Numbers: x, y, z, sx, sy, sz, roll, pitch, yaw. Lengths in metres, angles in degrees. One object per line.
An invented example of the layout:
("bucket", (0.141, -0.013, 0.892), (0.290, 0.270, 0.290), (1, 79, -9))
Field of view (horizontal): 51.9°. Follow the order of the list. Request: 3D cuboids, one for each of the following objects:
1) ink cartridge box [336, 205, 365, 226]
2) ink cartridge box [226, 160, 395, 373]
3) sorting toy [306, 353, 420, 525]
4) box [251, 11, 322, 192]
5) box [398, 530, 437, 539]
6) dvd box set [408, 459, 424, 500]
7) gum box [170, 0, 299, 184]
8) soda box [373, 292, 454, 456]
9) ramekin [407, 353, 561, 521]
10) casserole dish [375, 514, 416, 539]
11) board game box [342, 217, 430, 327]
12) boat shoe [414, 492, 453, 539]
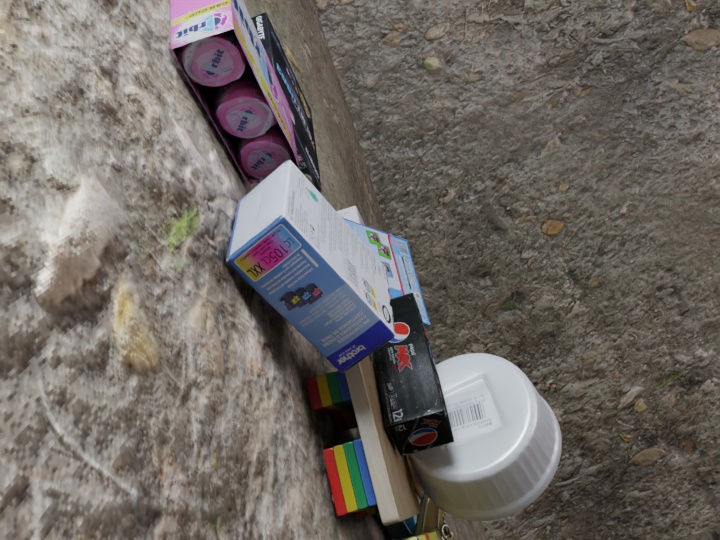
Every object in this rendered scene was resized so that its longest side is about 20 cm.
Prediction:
("ink cartridge box", (-0.008, 0.026, 1.157), (0.147, 0.082, 0.201), (63, 12, -57))
("ink cartridge box", (-0.036, 0.005, 0.748), (0.200, 0.076, 0.137), (46, 19, -24))
("sorting toy", (0.001, 0.195, 0.867), (0.199, 0.069, 0.201), (54, 20, -71))
("box", (-0.116, -0.245, 1.109), (0.200, 0.049, 0.199), (65, 10, -49))
("box", (0.055, 0.352, 0.899), (0.200, 0.075, 0.050), (54, 20, -68))
("dvd box set", (0.052, 0.251, 1.138), (0.146, 0.029, 0.201), (53, -11, 48))
("gum box", (-0.128, -0.197, 0.787), (0.200, 0.066, 0.114), (65, 9, -51))
("soda box", (0.057, 0.122, 0.906), (0.201, 0.070, 0.064), (-100, 172, -49))
("ramekin", (0.147, 0.203, 0.946), (0.201, 0.199, 0.098), (-101, 165, -45))
("casserole dish", (0.038, 0.305, 1.033), (0.200, 0.039, 0.122), (65, 11, -47))
("board game box", (0.000, 0.000, 1.032), (0.199, 0.037, 0.152), (18, 46, -38))
("boat shoe", (0.108, 0.404, 1.015), (0.073, 0.063, 0.202), (57, 36, -60))
